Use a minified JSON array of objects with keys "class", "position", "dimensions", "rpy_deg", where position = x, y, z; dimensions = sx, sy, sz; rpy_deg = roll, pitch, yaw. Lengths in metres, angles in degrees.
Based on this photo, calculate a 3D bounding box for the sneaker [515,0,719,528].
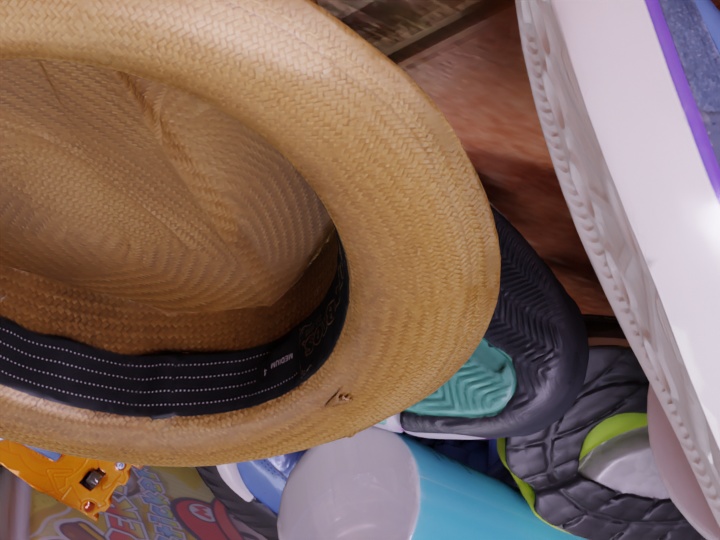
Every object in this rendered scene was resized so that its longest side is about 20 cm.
[{"class":"sneaker","position":[0.131,-0.006,0.555],"dimensions":[0.081,0.146,0.200],"rpy_deg":[-147,33,-85]}]

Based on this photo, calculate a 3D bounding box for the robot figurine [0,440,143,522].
[{"class":"robot figurine","position":[-0.152,-0.005,0.890],"dimensions":[0.200,0.058,0.145],"rpy_deg":[38,-168,-11]}]

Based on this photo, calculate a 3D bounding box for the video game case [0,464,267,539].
[{"class":"video game case","position":[-0.041,0.093,0.953],"dimensions":[0.182,0.023,0.200],"rpy_deg":[21,-160,-14]}]

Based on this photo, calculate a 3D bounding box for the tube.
[{"class":"tube","position":[0.053,0.097,0.833],"dimensions":[0.077,0.051,0.200],"rpy_deg":[-13,155,34]}]

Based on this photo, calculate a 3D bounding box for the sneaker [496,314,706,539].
[{"class":"sneaker","position":[0.122,0.052,0.834],"dimensions":[0.200,0.074,0.081],"rpy_deg":[20,-165,-25]}]

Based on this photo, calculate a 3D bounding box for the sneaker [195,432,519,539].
[{"class":"sneaker","position":[0.032,0.069,0.908],"dimensions":[0.200,0.076,0.077],"rpy_deg":[25,144,-22]}]

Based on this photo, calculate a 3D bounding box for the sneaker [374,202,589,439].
[{"class":"sneaker","position":[0.000,0.000,0.807],"dimensions":[0.200,0.075,0.087],"rpy_deg":[23,-176,37]}]

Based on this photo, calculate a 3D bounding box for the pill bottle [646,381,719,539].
[{"class":"pill bottle","position":[0.156,0.063,0.703],"dimensions":[0.109,0.110,0.200],"rpy_deg":[11,164,35]}]

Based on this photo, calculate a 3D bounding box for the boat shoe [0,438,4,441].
[{"class":"boat shoe","position":[-0.127,0.020,0.726],"dimensions":[0.200,0.070,0.066],"rpy_deg":[-12,179,-32]}]

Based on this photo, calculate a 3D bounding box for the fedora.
[{"class":"fedora","position":[-0.057,-0.031,0.640],"dimensions":[0.200,0.082,0.201],"rpy_deg":[4,144,3]}]
